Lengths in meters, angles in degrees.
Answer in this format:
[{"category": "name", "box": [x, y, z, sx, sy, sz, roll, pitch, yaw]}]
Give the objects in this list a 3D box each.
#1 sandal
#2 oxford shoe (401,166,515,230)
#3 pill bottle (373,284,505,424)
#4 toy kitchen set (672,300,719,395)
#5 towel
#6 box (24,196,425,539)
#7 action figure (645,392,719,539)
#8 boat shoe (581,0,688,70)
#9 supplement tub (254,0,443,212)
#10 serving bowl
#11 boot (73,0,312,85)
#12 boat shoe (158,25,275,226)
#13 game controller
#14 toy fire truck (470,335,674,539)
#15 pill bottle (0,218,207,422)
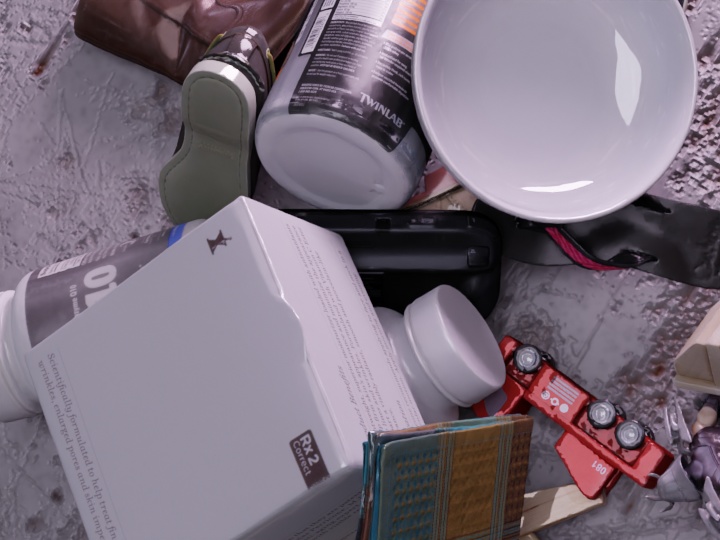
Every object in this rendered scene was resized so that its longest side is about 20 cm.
[{"category": "sandal", "box": [0.176, -0.031, 1.344, 0.199, 0.045, 0.076, 11, 96, 5]}, {"category": "oxford shoe", "box": [0.030, -0.011, 1.396, 0.199, 0.070, 0.075, -31, 79, 10]}, {"category": "pill bottle", "box": [-0.001, 0.095, 1.345, 0.199, 0.111, 0.112, -32, 73, 21]}, {"category": "toy kitchen set", "box": [0.273, -0.008, 1.235, 0.162, 0.181, 0.200, 8, 43, 38]}, {"category": "towel", "box": [0.050, 0.166, 1.210, 0.022, 0.200, 0.148, 10, 96, 31]}, {"category": "box", "box": [-0.082, 0.095, 1.251, 0.200, 0.131, 0.200, -34, 64, 21]}, {"category": "action figure", "box": [0.285, 0.123, 1.280, 0.199, 0.069, 0.131, -18, 60, -1]}, {"category": "boat shoe", "box": [0.174, -0.161, 1.383, 0.074, 0.062, 0.201, 32, 89, 21]}, {"category": "supplement tub", "box": [0.012, -0.148, 1.370, 0.122, 0.123, 0.201, 12, 58, 18]}, {"category": "serving bowl", "box": [0.126, -0.131, 1.312, 0.199, 0.066, 0.202, 0, 87, -11]}, {"category": "boot", "box": [-0.111, -0.222, 1.483, 0.200, 0.064, 0.187, 33, 89, 24]}, {"category": "boat shoe", "box": [-0.100, -0.095, 1.403, 0.071, 0.202, 0.061, 25, 55, 3]}, {"category": "game controller", "box": [0.000, 0.000, 1.358, 0.199, 0.105, 0.042, 1, 52, 2]}, {"category": "toy fire truck", "box": [0.143, 0.154, 1.343, 0.200, 0.049, 0.141, 36, 93, 20]}, {"category": "pill bottle", "box": [-0.188, 0.042, 1.426, 0.199, 0.114, 0.114, -17, 76, 13]}]
